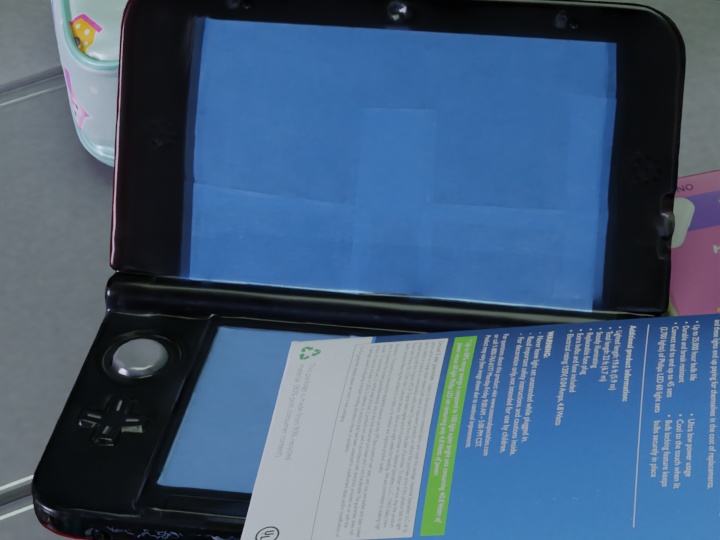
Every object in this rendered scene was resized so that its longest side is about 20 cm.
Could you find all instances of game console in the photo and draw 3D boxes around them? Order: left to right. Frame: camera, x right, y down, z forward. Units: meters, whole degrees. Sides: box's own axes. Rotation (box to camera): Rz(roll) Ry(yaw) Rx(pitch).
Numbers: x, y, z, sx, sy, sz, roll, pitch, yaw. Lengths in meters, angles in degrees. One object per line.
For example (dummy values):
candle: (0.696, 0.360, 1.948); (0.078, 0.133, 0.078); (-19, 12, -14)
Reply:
game console: (0.000, 0.000, 0.823); (0.199, 0.119, 0.173); (4, 37, 11)

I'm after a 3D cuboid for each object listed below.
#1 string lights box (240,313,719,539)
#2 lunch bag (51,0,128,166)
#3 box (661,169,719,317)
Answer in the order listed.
string lights box: (0.074, 0.064, 0.687); (0.199, 0.059, 0.103); (-4, 35, 13)
lunch bag: (-0.035, -0.123, 1.087); (0.199, 0.077, 0.161); (-9, 42, -8)
box: (0.199, 0.052, 0.877); (0.175, 0.097, 0.200); (-11, 45, -9)
